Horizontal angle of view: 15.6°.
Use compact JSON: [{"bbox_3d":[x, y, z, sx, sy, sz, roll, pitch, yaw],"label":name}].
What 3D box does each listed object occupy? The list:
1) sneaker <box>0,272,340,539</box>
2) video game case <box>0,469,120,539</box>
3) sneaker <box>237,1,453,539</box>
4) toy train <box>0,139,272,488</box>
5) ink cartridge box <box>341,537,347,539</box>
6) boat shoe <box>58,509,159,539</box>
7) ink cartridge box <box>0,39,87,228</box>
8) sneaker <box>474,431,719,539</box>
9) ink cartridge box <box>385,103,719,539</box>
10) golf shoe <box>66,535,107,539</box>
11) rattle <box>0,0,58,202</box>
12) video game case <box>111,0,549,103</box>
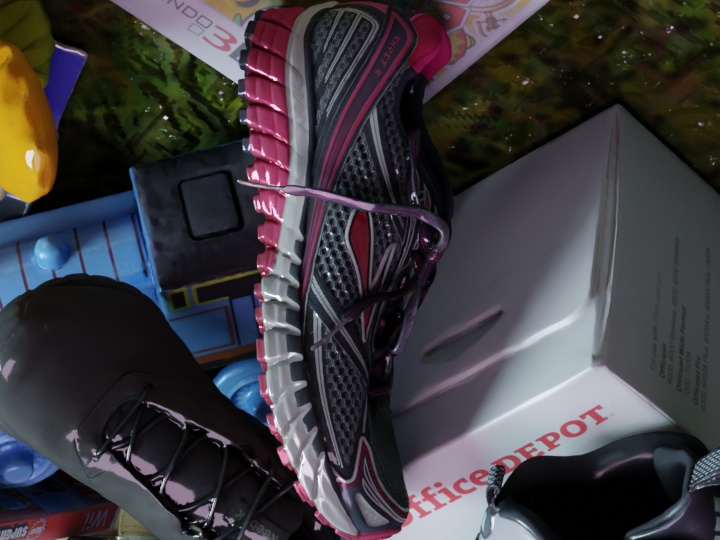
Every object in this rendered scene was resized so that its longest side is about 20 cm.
[{"bbox_3d":[-0.066,0.070,1.008,0.076,0.091,0.200,-52,133,0],"label":"sneaker"},{"bbox_3d":[-0.208,0.077,1.092,0.143,0.200,0.018,30,105,25],"label":"video game case"},{"bbox_3d":[0.000,0.000,0.972,0.074,0.201,0.081,-4,-179,10],"label":"sneaker"},{"bbox_3d":[-0.101,0.018,1.077,0.199,0.087,0.115,-13,141,-3],"label":"toy train"},{"bbox_3d":[0.020,0.193,1.133,0.084,0.200,0.145,27,117,-36],"label":"ink cartridge box"},{"bbox_3d":[-0.083,0.108,1.207,0.199,0.074,0.067,7,130,-23],"label":"boat shoe"},{"bbox_3d":[-0.234,-0.047,1.092,0.197,0.044,0.200,20,136,-10],"label":"ink cartridge box"},{"bbox_3d":[0.136,0.111,0.955,0.199,0.078,0.140,6,136,0],"label":"sneaker"},{"bbox_3d":[0.110,0.065,1.071,0.147,0.145,0.200,-30,125,34],"label":"ink cartridge box"},{"bbox_3d":[-0.099,0.154,1.086,0.094,0.078,0.200,23,172,-4],"label":"golf shoe"},{"bbox_3d":[-0.216,-0.069,0.977,0.199,0.143,0.131,16,126,-15],"label":"rattle"},{"bbox_3d":[-0.011,-0.141,0.962,0.182,0.023,0.200,32,133,-23],"label":"video game case"}]
